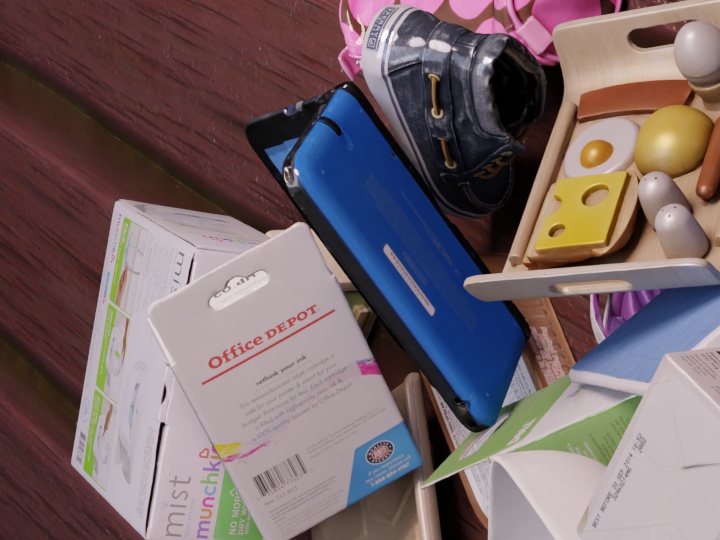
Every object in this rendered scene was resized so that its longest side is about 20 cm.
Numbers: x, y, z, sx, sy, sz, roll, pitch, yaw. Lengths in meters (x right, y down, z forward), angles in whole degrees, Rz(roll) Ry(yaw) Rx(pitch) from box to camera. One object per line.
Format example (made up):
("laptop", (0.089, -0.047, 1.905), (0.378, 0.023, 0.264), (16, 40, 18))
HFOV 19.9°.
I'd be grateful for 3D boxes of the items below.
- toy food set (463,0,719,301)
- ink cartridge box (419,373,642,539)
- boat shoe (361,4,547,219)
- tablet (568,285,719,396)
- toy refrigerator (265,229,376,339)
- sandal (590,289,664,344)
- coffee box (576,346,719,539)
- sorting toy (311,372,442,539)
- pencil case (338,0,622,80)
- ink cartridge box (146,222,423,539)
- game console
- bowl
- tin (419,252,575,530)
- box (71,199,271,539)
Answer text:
("toy food set", (0.144, -0.068, 1.112), (0.143, 0.061, 0.201), (-6, 45, 34))
("ink cartridge box", (0.140, 0.090, 1.152), (0.200, 0.104, 0.059), (-29, 97, 36))
("boat shoe", (0.074, -0.083, 1.245), (0.091, 0.200, 0.071), (18, 71, 31))
("tablet", (0.178, 0.021, 1.071), (0.014, 0.130, 0.200), (51, 175, -4))
("toy refrigerator", (-0.053, 0.070, 1.491), (0.070, 0.076, 0.201), (51, 130, 40))
("sandal", (0.162, 0.020, 1.208), (0.082, 0.050, 0.204), (16, 106, 54))
("coffee box", (0.218, 0.098, 1.006), (0.080, 0.199, 0.113), (48, 129, 37))
("sorting toy", (0.016, 0.189, 1.412), (0.200, 0.036, 0.186), (134, 135, -56))
("pencil case", (0.069, -0.162, 1.292), (0.200, 0.094, 0.091), (-1, 127, 56))
("ink cartridge box", (-0.054, 0.061, 1.286), (0.201, 0.115, 0.068), (65, 172, -31))
("game console", (0.000, 0.000, 1.247), (0.118, 0.171, 0.200), (-29, 107, 29))
("bowl", (0.137, 0.206, 1.067), (0.200, 0.074, 0.201), (-121, 21, -50))
("tin", (0.095, 0.082, 1.321), (0.112, 0.042, 0.201), (-45, 57, 41))
("box", (-0.120, 0.067, 1.418), (0.176, 0.096, 0.201), (24, 105, 63))
